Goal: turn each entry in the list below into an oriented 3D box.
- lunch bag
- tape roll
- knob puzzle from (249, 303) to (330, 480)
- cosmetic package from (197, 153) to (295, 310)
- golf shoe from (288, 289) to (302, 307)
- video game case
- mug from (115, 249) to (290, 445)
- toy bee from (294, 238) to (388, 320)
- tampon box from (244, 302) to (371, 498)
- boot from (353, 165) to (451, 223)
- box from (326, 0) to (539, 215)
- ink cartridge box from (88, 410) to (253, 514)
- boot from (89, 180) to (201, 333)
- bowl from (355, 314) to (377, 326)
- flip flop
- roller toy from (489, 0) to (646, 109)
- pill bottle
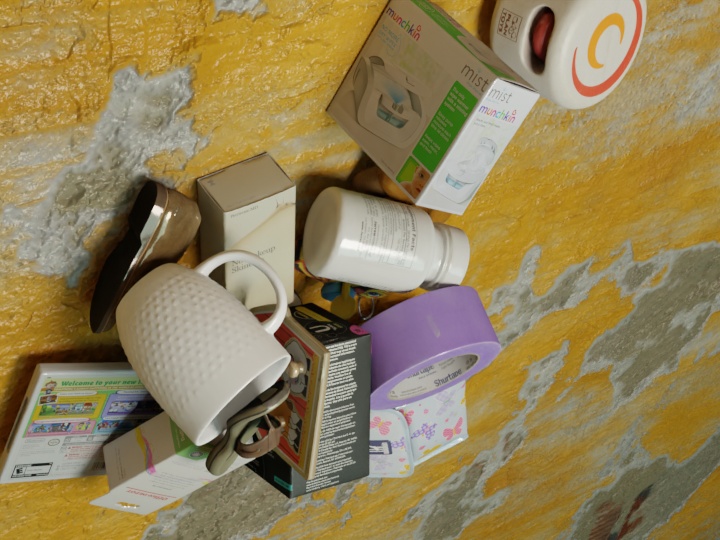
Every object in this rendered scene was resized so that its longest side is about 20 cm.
[{"bbox_3d":[0.053,0.209,1.810,0.198,0.127,0.171,-23,137,-17],"label":"lunch bag"},{"bbox_3d":[0.082,0.105,1.646,0.198,0.086,0.200,-21,162,-7],"label":"tape roll"},{"bbox_3d":[-0.114,0.132,1.512,0.030,0.220,0.221,-12,135,-35],"label":"knob puzzle"},{"bbox_3d":[-0.140,-0.034,1.533,0.103,0.073,0.201,-23,142,-24],"label":"cosmetic package"},{"bbox_3d":[-0.093,0.100,1.710,0.077,0.088,0.201,-30,142,-14],"label":"golf shoe"},{"bbox_3d":[-0.341,0.190,1.559,0.198,0.022,0.183,3,126,-41],"label":"video game case"},{"bbox_3d":[-0.172,0.067,1.413,0.200,0.175,0.148,-44,171,-1],"label":"mug"},{"bbox_3d":[0.000,0.000,1.676,0.199,0.108,0.133,1,83,-55],"label":"toy bee"},{"bbox_3d":[-0.076,0.164,1.607,0.125,0.149,0.203,-10,111,-34],"label":"tampon box"},{"bbox_3d":[0.102,-0.106,1.633,0.200,0.143,0.072,15,74,-46],"label":"boot"},{"bbox_3d":[0.084,-0.199,1.467,0.096,0.200,0.177,7,124,-47],"label":"box"},{"bbox_3d":[-0.247,0.240,1.585,0.199,0.068,0.117,-30,148,24],"label":"ink cartridge box"},{"bbox_3d":[-0.252,-0.004,1.443,0.075,0.074,0.201,19,112,-36],"label":"boot"},{"bbox_3d":[0.026,0.141,1.881,0.198,0.075,0.201,-24,141,-26],"label":"bowl"},{"bbox_3d":[-0.124,0.192,1.438,0.081,0.058,0.200,-35,167,-43],"label":"flip flop"},{"bbox_3d":[0.258,-0.313,1.570,0.183,0.139,0.200,-50,144,-8],"label":"roller toy"},{"bbox_3d":[0.035,-0.032,1.591,0.198,0.115,0.115,12,121,-27],"label":"pill bottle"}]
